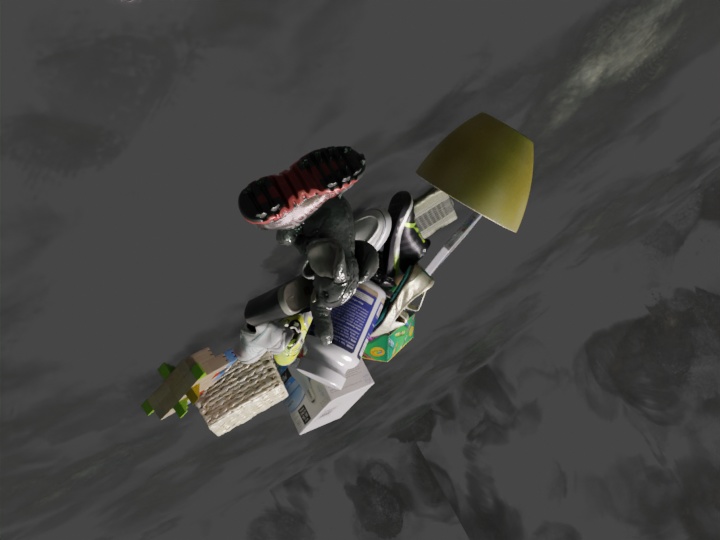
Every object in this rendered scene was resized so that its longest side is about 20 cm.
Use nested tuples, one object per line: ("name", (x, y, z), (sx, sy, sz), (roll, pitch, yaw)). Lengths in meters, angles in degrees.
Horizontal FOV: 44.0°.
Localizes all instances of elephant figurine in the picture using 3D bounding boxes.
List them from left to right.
("elephant figurine", (-0.040, -0.013, 1.436), (0.139, 0.202, 0.156), (-24, 162, -20))

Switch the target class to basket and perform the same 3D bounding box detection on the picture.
("basket", (-0.263, 0.252, 1.915), (0.197, 0.125, 0.136), (-28, 162, -7))

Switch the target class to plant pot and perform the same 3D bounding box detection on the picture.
("plant pot", (0.210, -0.177, 1.491), (0.144, 0.198, 0.199), (-61, 156, 10))

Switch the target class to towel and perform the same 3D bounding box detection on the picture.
("towel", (0.095, -0.093, 1.755), (0.198, 0.035, 0.193), (-31, 160, 4))

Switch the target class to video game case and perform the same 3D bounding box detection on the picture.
("video game case", (0.200, -0.060, 1.913), (0.200, 0.018, 0.144), (-46, 174, -40))

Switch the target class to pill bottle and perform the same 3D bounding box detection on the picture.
("pill bottle", (-0.038, 0.112, 1.669), (0.116, 0.114, 0.203), (73, 40, -73))

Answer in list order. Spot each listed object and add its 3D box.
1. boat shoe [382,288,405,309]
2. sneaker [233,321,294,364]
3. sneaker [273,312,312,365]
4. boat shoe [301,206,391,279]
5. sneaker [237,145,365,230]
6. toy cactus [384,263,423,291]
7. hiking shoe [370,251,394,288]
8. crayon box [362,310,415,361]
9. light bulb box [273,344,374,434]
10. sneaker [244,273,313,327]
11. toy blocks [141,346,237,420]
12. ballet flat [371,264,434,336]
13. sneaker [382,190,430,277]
("boat shoe", (-0.009, 0.061, 1.789), (0.068, 0.196, 0.074), (15, 89, -67))
("sneaker", (-0.209, 0.131, 1.786), (0.199, 0.080, 0.071), (-25, -149, 52))
("sneaker", (-0.151, 0.138, 1.845), (0.077, 0.074, 0.202), (-58, 174, -43))
("boat shoe", (-0.029, -0.045, 1.602), (0.198, 0.073, 0.065), (-32, 169, 31))
("sneaker", (-0.083, -0.116, 1.303), (0.198, 0.072, 0.098), (-27, 162, -10))
("toy cactus", (0.064, 0.025, 1.887), (0.164, 0.104, 0.199), (-32, 176, 37))
("hiking shoe", (0.000, 0.000, 1.733), (0.099, 0.077, 0.200), (-7, 164, 18))
("crayon box", (0.033, 0.128, 1.865), (0.116, 0.060, 0.200), (8, -167, 17))
("light bulb box", (-0.097, 0.223, 1.990), (0.123, 0.202, 0.199), (-16, 158, -36))
("sneaker", (-0.139, 0.052, 1.703), (0.105, 0.076, 0.199), (-18, 177, 26))
("toy blocks", (-0.332, 0.215, 1.779), (0.200, 0.101, 0.136), (-44, 170, 33))
("ballet flat", (0.076, 0.072, 1.694), (0.201, 0.062, 0.068), (-56, -172, 41))
("sneaker", (0.091, -0.067, 1.649), (0.081, 0.073, 0.202), (-1, 137, -9))
